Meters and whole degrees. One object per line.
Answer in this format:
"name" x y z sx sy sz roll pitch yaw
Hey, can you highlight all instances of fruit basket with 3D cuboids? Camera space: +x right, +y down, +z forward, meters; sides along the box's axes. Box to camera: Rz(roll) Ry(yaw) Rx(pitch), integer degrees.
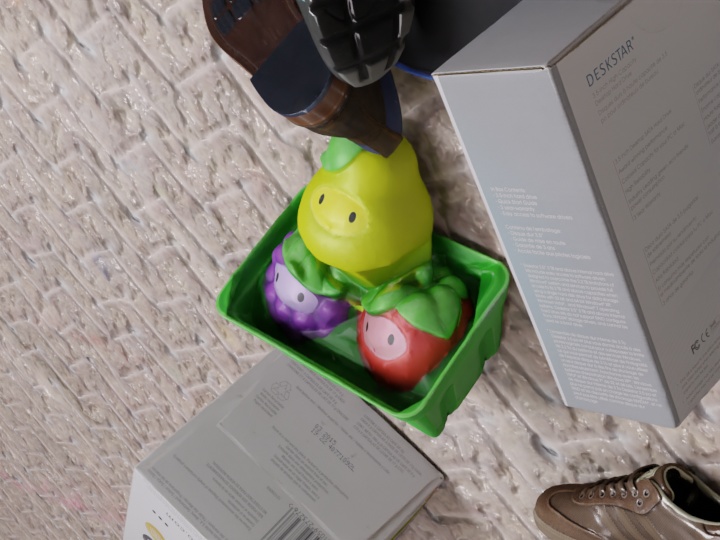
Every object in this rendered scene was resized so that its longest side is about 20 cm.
"fruit basket" 0.000 0.000 0.889 0.215 0.156 0.216 34 163 12

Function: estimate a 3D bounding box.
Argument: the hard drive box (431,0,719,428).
"hard drive box" 0.143 -0.050 0.628 0.076 0.156 0.201 7 129 49

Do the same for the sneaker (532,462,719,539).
"sneaker" 0.208 0.166 0.882 0.199 0.070 0.076 6 110 44

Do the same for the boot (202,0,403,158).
"boot" -0.041 -0.151 0.822 0.097 0.075 0.201 29 -152 -47

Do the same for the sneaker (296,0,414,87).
"sneaker" -0.025 -0.203 0.698 0.079 0.075 0.202 25 137 56

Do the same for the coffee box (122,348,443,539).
"coffee box" -0.079 0.224 1.158 0.199 0.200 0.198 42 149 11

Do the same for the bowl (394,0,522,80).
"bowl" 0.034 -0.200 0.717 0.200 0.039 0.202 33 145 26
